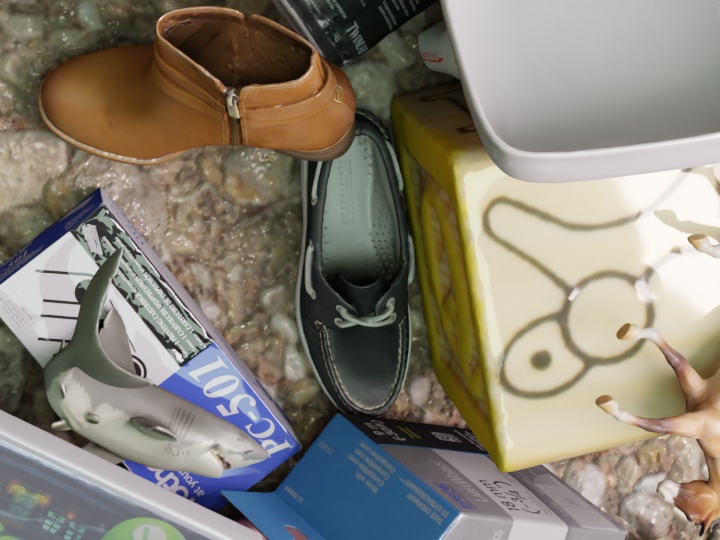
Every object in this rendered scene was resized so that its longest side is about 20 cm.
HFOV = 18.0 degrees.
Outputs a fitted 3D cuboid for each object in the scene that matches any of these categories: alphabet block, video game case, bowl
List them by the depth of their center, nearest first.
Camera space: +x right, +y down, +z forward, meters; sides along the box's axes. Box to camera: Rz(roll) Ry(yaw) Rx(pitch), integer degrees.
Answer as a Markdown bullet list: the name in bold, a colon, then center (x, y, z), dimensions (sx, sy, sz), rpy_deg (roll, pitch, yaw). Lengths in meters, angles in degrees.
- **bowl**: center (0.142, -0.133, 1.218), dimensions (0.199, 0.075, 0.201), rpy_deg (-9, 62, -4)
- **video game case**: center (-0.185, 0.182, 1.328), dimensions (0.199, 0.023, 0.182), rpy_deg (27, 117, -11)
- **alphabet block**: center (0.142, -0.016, 1.342), dimensions (0.199, 0.196, 0.196), rpy_deg (-11, 105, -7)

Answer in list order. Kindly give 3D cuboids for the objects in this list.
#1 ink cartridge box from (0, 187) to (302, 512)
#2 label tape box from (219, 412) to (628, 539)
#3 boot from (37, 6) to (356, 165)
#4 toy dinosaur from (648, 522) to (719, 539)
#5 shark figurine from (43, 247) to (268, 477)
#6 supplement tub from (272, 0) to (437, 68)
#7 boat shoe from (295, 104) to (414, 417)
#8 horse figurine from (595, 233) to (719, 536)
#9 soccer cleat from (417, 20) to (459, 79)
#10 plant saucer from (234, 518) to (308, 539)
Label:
- **ink cartridge box**: center (-0.133, 0.056, 1.390), dimensions (0.094, 0.044, 0.200), rpy_deg (-37, 108, 2)
- **label tape box**: center (0.039, 0.144, 1.358), dimensions (0.199, 0.144, 0.064), rpy_deg (10, 106, -36)
- **boot**: center (-0.101, -0.110, 1.278), dimensions (0.199, 0.155, 0.074), rpy_deg (3, 80, 8)
- **toy dinosaur**: center (0.270, 0.205, 1.503), dimensions (0.200, 0.048, 0.088), rpy_deg (35, 107, -20)
- **shark figurine**: center (-0.145, 0.055, 1.312), dimensions (0.127, 0.215, 0.090), rpy_deg (-3, 65, 18)
- **supplement tub**: center (0.028, -0.218, 1.306), dimensions (0.200, 0.123, 0.123), rpy_deg (-36, 108, 0)
- **boat shoe**: center (0.000, 0.000, 1.391), dimensions (0.073, 0.060, 0.201), rpy_deg (-3, 105, -9)
- **horse figurine**: center (0.210, 0.040, 1.239), dimensions (0.132, 0.050, 0.200), rpy_deg (35, 90, -29)
- **soccer cleat**: center (0.125, -0.159, 1.371), dimensions (0.199, 0.085, 0.069), rpy_deg (-24, 105, -29)
- **plant saucer**: center (-0.066, 0.232, 1.426), dimensions (0.199, 0.051, 0.201), rpy_deg (-9, 121, -15)
